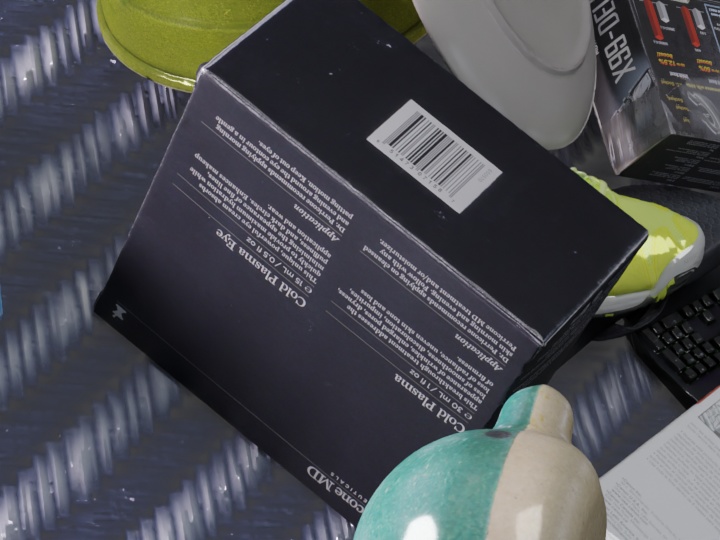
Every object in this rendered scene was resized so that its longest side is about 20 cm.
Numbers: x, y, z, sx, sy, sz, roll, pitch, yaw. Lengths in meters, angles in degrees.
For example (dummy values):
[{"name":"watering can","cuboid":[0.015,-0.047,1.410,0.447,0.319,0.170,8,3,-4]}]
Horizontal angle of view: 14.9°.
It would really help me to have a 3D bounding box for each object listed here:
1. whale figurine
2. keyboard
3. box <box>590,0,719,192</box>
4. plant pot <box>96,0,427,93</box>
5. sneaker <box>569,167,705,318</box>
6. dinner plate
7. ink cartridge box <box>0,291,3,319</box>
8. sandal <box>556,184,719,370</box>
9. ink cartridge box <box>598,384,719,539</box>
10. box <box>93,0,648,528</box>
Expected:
[{"name":"whale figurine","cuboid":[0.055,0.127,1.215,0.103,0.160,0.200,7,8,12]},{"name":"keyboard","cuboid":[0.242,0.036,1.491,0.200,0.021,0.127,-27,67,-38]},{"name":"box","cuboid":[0.206,-0.119,1.524,0.199,0.050,0.158,6,58,-38]},{"name":"plant pot","cuboid":[-0.056,-0.225,1.393,0.199,0.193,0.201,-6,41,6]},{"name":"sneaker","cuboid":[0.077,-0.032,1.394,0.199,0.077,0.076,10,38,4]},{"name":"dinner plate","cuboid":[0.074,-0.158,1.384,0.200,0.024,0.201,39,40,-44]},{"name":"ink cartridge box","cuboid":[-0.253,-0.042,1.273,0.145,0.084,0.201,6,50,-22]},{"name":"sandal","cuboid":[0.118,0.012,1.437,0.200,0.043,0.076,-30,46,-30]},{"name":"ink cartridge box","cuboid":[0.191,0.120,1.372,0.109,0.050,0.200,46,49,14]},{"name":"box","cuboid":[0.000,0.000,1.292,0.200,0.182,0.104,39,46,8]}]
